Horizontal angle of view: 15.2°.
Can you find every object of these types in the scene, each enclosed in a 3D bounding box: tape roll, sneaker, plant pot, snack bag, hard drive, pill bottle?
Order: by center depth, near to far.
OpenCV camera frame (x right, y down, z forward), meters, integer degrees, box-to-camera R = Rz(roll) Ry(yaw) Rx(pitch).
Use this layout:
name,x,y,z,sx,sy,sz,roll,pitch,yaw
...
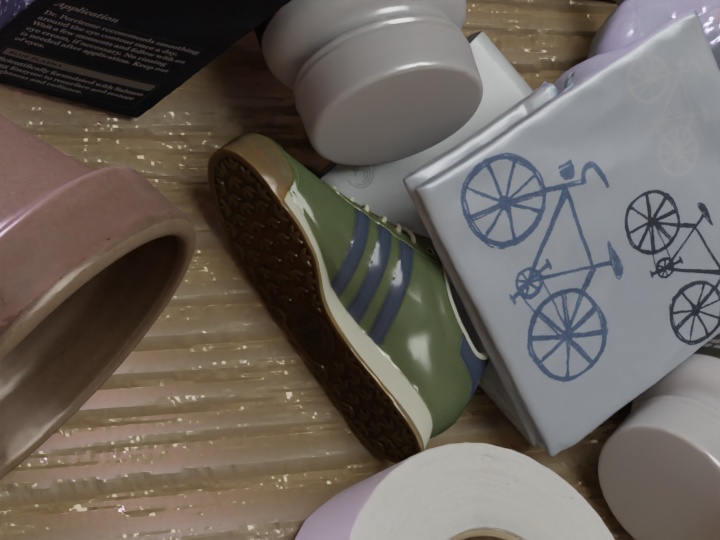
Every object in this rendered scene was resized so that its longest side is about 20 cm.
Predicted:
name,x,y,z,sx,sy,sz,roll,pitch,yaw
plant pot,-0.205,-0.007,1.256,0.175,0.200,0.200,43,49,8
tape roll,0.055,0.196,1.419,0.202,0.071,0.203,16,62,-31
sneaker,0.000,0.000,1.463,0.090,0.067,0.200,-39,103,-34
pill bottle,-0.010,-0.167,1.467,0.114,0.114,0.200,1,58,-36
snack bag,0.141,-0.026,1.486,0.200,0.021,0.189,-35,114,-14
hard drive,0.083,-0.017,1.526,0.132,0.026,0.200,-43,100,-11
pill bottle,0.229,0.076,1.571,0.114,0.114,0.200,54,50,-5

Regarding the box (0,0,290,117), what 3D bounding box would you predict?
name,x,y,z,sx,sy,sz,roll,pitch,yaw
box,-0.114,-0.214,1.386,0.117,0.200,0.197,13,63,-32

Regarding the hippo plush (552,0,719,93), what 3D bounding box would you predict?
name,x,y,z,sx,sy,sz,roll,pitch,yaw
hippo plush,0.183,-0.090,1.610,0.161,0.200,0.159,-60,135,-63
